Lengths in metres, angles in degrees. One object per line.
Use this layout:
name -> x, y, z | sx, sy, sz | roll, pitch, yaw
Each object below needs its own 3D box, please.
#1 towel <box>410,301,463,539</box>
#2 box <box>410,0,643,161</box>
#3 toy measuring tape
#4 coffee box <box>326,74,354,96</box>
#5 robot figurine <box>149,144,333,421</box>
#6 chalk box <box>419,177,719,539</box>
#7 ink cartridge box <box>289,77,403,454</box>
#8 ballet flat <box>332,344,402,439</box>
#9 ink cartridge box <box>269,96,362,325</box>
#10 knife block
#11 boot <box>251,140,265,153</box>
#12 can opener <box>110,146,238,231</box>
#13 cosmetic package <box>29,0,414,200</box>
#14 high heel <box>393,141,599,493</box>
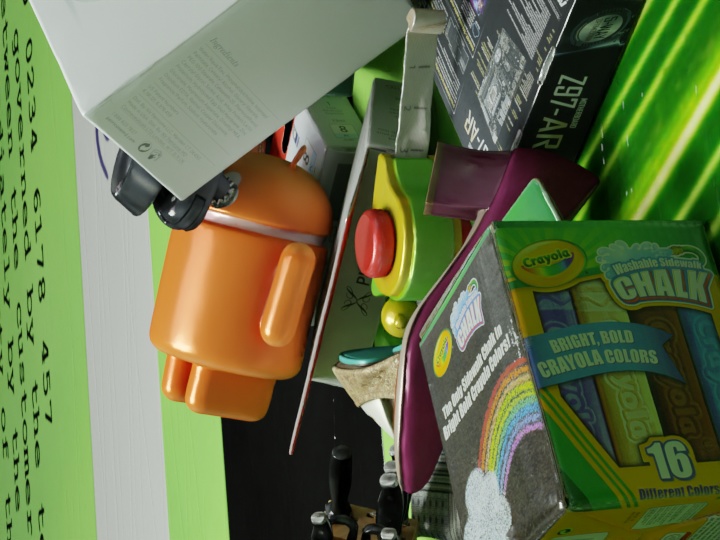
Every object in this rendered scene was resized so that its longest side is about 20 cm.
towel -> 0.079, 0.081, 1.219 | 0.200, 0.034, 0.194 | 172, 100, -71
box -> 0.089, -0.161, 1.157 | 0.201, 0.043, 0.161 | -110, 28, -42
toy measuring tape -> 0.038, -0.052, 1.166 | 0.074, 0.073, 0.202 | -137, 50, -62
coffee box -> -0.019, -0.234, 1.401 | 0.123, 0.044, 0.202 | -105, 20, -72
robot figurine -> -0.086, 0.003, 1.392 | 0.144, 0.116, 0.202 | -21, -55, -84
chalk box -> 0.113, 0.052, 0.994 | 0.125, 0.123, 0.201 | 120, 144, -54
ink cartridge box -> 0.000, 0.000, 1.311 | 0.177, 0.044, 0.201 | -82, 5, -55
ballet flat -> 0.032, 0.075, 1.207 | 0.200, 0.070, 0.066 | 162, 98, -73
ink cartridge box -> -0.053, -0.079, 1.524 | 0.200, 0.047, 0.161 | -119, 35, -49
knife block -> 0.003, 0.192, 1.283 | 0.200, 0.063, 0.177 | 4, -82, -82
boot -> -0.096, -0.167, 1.596 | 0.155, 0.072, 0.201 | 117, 155, -49
can opener -> -0.097, -0.116, 1.331 | 0.063, 0.079, 0.201 | 5, 62, 45
cosmetic package -> -0.099, -0.193, 1.251 | 0.199, 0.123, 0.200 | -36, 53, 10
high heel -> 0.073, 0.029, 1.083 | 0.067, 0.095, 0.202 | 59, -140, -88
